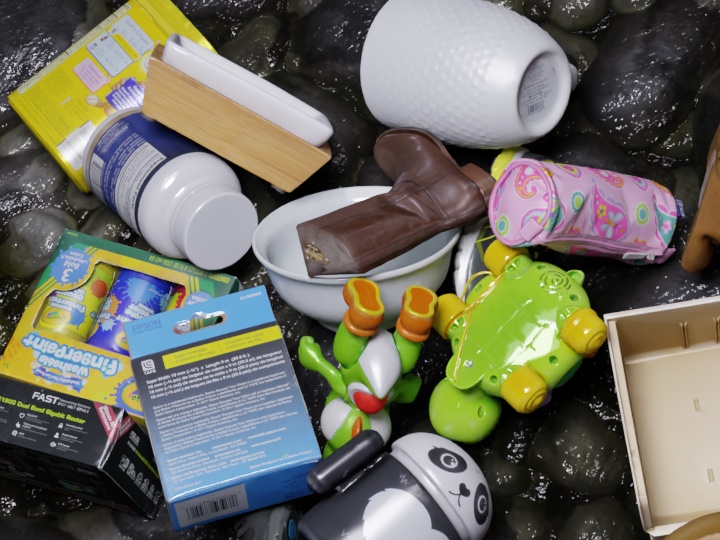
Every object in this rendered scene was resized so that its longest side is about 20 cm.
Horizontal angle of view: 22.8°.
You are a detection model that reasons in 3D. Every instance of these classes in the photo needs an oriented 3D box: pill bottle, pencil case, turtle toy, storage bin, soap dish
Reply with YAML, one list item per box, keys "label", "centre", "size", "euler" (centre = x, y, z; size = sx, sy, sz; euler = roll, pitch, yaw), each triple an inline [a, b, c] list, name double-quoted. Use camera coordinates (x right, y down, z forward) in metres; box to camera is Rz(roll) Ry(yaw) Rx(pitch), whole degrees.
- label: "pill bottle"
  centre: [-0.186, -0.079, 1.774]
  size: [0.111, 0.111, 0.200]
  euler: [-42, 43, -10]
- label: "pencil case"
  centre: [0.212, -0.052, 1.660]
  size: [0.087, 0.200, 0.088]
  euler: [-10, 76, 47]
- label: "turtle toy"
  centre: [0.137, 0.075, 1.646]
  size: [0.200, 0.101, 0.146]
  euler: [-45, 59, 2]
- label: "storage bin"
  centre: [0.335, 0.130, 1.591]
  size: [0.200, 0.094, 0.199]
  euler: [-10, 62, 7]
- label: "soap dish"
  centre: [-0.126, -0.156, 1.775]
  size: [0.200, 0.157, 0.081]
  euler: [29, 98, -9]

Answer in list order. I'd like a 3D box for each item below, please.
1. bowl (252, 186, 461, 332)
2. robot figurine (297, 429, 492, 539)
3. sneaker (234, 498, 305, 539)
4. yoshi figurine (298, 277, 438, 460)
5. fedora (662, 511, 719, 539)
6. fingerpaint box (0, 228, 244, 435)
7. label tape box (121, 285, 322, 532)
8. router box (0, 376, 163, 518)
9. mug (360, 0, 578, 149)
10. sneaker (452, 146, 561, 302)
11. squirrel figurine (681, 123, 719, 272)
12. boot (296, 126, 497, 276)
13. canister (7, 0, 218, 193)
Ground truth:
- label: "bowl"
  centre: [0.000, 0.000, 1.714]
  size: [0.201, 0.091, 0.201]
  euler: [-5, 27, 2]
- label: "robot figurine"
  centre: [0.025, 0.234, 1.588]
  size: [0.200, 0.150, 0.125]
  euler: [-38, 51, -11]
- label: "sneaker"
  centre: [-0.094, 0.223, 1.661]
  size: [0.082, 0.073, 0.200]
  euler: [-5, 52, 14]
- label: "yoshi figurine"
  centre: [0.005, 0.096, 1.645]
  size: [0.112, 0.200, 0.112]
  euler: [34, 34, 28]
- label: "fedora"
  centre: [0.326, 0.307, 1.510]
  size: [0.200, 0.082, 0.201]
  euler: [-5, 63, 10]
- label: "fingerpaint box"
  centre: [-0.233, 0.066, 1.764]
  size: [0.200, 0.073, 0.167]
  euler: [16, 69, 20]
- label: "label tape box"
  centre: [-0.128, 0.125, 1.644]
  size: [0.144, 0.063, 0.200]
  euler: [-15, 54, -7]
- label: "router box"
  centre: [-0.294, 0.162, 1.686]
  size: [0.200, 0.150, 0.062]
  euler: [13, 67, 18]
- label: "mug"
  centre: [0.130, -0.195, 1.766]
  size: [0.175, 0.200, 0.148]
  euler: [20, 111, 41]
- label: "sneaker"
  centre: [0.149, -0.034, 1.727]
  size: [0.084, 0.075, 0.200]
  euler: [13, 67, 18]
- label: "squirrel figurine"
  centre: [0.412, -0.077, 1.624]
  size: [0.186, 0.200, 0.142]
  euler: [16, 58, 6]
- label: "boot"
  centre: [0.005, -0.063, 1.679]
  size: [0.200, 0.064, 0.186]
  euler: [-27, 32, -28]
- label: "canister"
  centre: [-0.258, -0.194, 1.895]
  size: [0.200, 0.087, 0.149]
  euler: [-39, 63, -7]
